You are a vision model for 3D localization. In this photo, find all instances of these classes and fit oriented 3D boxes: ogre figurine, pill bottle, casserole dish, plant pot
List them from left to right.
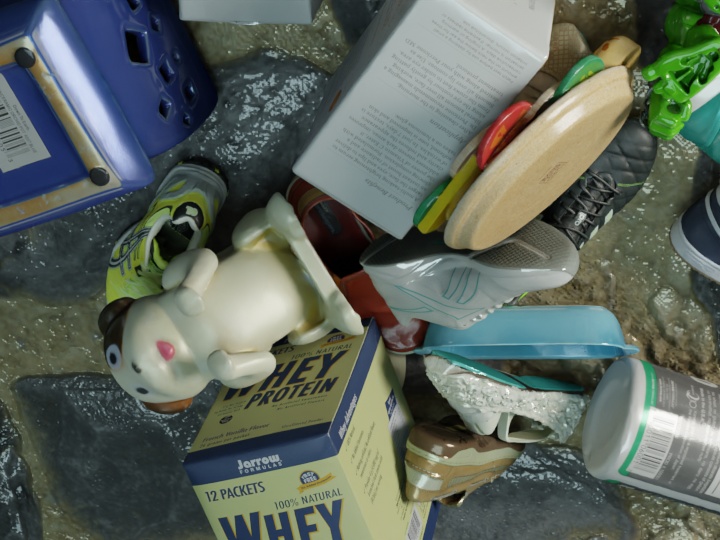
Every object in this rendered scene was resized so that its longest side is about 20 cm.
[{"bbox_3d":[-0.259,-0.150,1.242,0.199,0.180,0.200,-15,119,22],"label":"plant pot"},{"bbox_3d":[0.146,0.056,1.354,0.199,0.121,0.039,-2,80,13],"label":"casserole dish"},{"bbox_3d":[0.310,0.158,1.369,0.199,0.113,0.113,18,125,-10],"label":"pill bottle"},{"bbox_3d":[0.259,-0.207,1.141,0.098,0.120,0.201,2,122,16],"label":"ogre figurine"}]

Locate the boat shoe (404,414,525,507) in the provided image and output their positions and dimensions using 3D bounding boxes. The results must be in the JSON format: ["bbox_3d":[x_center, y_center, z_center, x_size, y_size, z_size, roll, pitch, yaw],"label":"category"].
[{"bbox_3d":[0.087,0.178,1.393,0.071,0.200,0.076,21,96,29],"label":"boat shoe"}]

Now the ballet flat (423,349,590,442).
[{"bbox_3d":[0.130,0.120,1.362,0.200,0.072,0.072,16,133,-40],"label":"ballet flat"}]

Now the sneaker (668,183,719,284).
[{"bbox_3d":[0.366,-0.014,1.260,0.199,0.070,0.109,26,144,-3],"label":"sneaker"}]

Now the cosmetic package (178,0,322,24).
[{"bbox_3d":[-0.088,-0.296,1.179,0.112,0.081,0.201,5,125,9],"label":"cosmetic package"}]

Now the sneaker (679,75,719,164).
[{"bbox_3d":[0.343,-0.138,1.187,0.200,0.084,0.121,-33,106,37],"label":"sneaker"}]

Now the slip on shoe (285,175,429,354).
[{"bbox_3d":[0.000,0.000,1.360,0.074,0.061,0.200,-31,114,4],"label":"slip on shoe"}]

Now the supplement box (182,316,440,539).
[{"bbox_3d":[-0.033,0.183,1.335,0.134,0.200,0.200,-14,113,18],"label":"supplement box"}]

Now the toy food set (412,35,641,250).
[{"bbox_3d":[0.133,-0.092,1.170,0.049,0.198,0.200,48,127,13],"label":"toy food set"}]

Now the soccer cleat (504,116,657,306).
[{"bbox_3d":[0.180,-0.045,1.287,0.067,0.081,0.200,34,123,-11],"label":"soccer cleat"}]

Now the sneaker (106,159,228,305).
[{"bbox_3d":[-0.189,-0.011,1.391,0.075,0.077,0.200,25,126,-7],"label":"sneaker"}]

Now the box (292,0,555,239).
[{"bbox_3d":[0.053,-0.154,1.198,0.106,0.152,0.200,32,124,-11],"label":"box"}]

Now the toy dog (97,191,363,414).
[{"bbox_3d":[-0.129,0.034,1.317,0.200,0.194,0.140,-32,108,-9],"label":"toy dog"}]

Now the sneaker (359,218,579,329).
[{"bbox_3d":[0.098,0.005,1.277,0.200,0.070,0.080,-2,124,37],"label":"sneaker"}]

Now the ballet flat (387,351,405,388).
[{"bbox_3d":[0.003,0.130,1.451,0.069,0.070,0.201,9,124,6],"label":"ballet flat"}]

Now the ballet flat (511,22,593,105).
[{"bbox_3d":[0.129,-0.113,1.264,0.067,0.062,0.200,29,124,-5],"label":"ballet flat"}]
